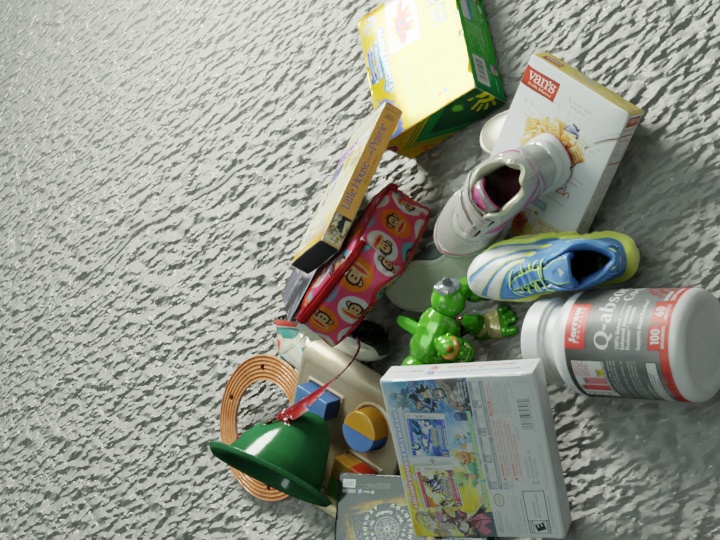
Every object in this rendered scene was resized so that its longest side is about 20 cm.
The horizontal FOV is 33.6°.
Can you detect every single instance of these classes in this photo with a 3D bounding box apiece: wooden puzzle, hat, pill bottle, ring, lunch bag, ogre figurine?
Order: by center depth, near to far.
[{"bbox_3d":[0.277,0.078,1.266,0.199,0.115,0.117,-2,76,43],"label":"pill bottle"},{"bbox_3d":[0.107,0.087,1.424,0.201,0.119,0.098,-53,49,20],"label":"ogre figurine"},{"bbox_3d":[-0.070,0.184,1.501,0.199,0.166,0.177,10,67,40],"label":"hat"},{"bbox_3d":[0.000,0.000,1.512,0.176,0.082,0.200,-52,4,41],"label":"lunch bag"},{"bbox_3d":[-0.031,0.216,1.526,0.184,0.046,0.202,27,109,34],"label":"wooden puzzle"},{"bbox_3d":[-0.127,0.217,1.657,0.199,0.019,0.203,1,91,45],"label":"ring"}]

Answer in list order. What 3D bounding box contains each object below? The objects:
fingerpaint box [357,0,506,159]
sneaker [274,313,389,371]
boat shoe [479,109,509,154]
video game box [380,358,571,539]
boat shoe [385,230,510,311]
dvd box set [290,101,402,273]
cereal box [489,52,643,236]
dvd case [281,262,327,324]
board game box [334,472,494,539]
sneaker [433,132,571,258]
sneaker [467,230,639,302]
[{"bbox_3d":[0.091,-0.276,1.578,0.166,0.073,0.202,-29,60,35],"label":"fingerpaint box"},{"bbox_3d":[-0.037,0.114,1.605,0.198,0.070,0.095,10,106,41],"label":"sneaker"},{"bbox_3d":[0.231,-0.165,1.434,0.199,0.057,0.068,-8,69,48],"label":"boat shoe"},{"bbox_3d":[0.129,0.200,1.324,0.180,0.047,0.202,-5,107,23],"label":"video game box"},{"bbox_3d":[0.112,-0.009,1.504,0.199,0.073,0.062,-32,14,41],"label":"boat shoe"},{"bbox_3d":[-0.018,-0.101,1.500,0.201,0.029,0.146,-66,11,-19],"label":"dvd box set"},{"bbox_3d":[0.222,-0.129,1.372,0.144,0.039,0.201,38,124,30],"label":"cereal box"},{"bbox_3d":[-0.055,-0.035,1.630,0.201,0.016,0.149,-62,13,8],"label":"dvd case"},{"bbox_3d":[0.062,0.314,1.423,0.198,0.028,0.137,-1,77,24],"label":"board game box"},{"bbox_3d":[0.144,-0.082,1.362,0.200,0.088,0.082,-46,71,36],"label":"sneaker"},{"bbox_3d":[0.203,-0.008,1.317,0.198,0.105,0.077,-12,87,21],"label":"sneaker"}]
